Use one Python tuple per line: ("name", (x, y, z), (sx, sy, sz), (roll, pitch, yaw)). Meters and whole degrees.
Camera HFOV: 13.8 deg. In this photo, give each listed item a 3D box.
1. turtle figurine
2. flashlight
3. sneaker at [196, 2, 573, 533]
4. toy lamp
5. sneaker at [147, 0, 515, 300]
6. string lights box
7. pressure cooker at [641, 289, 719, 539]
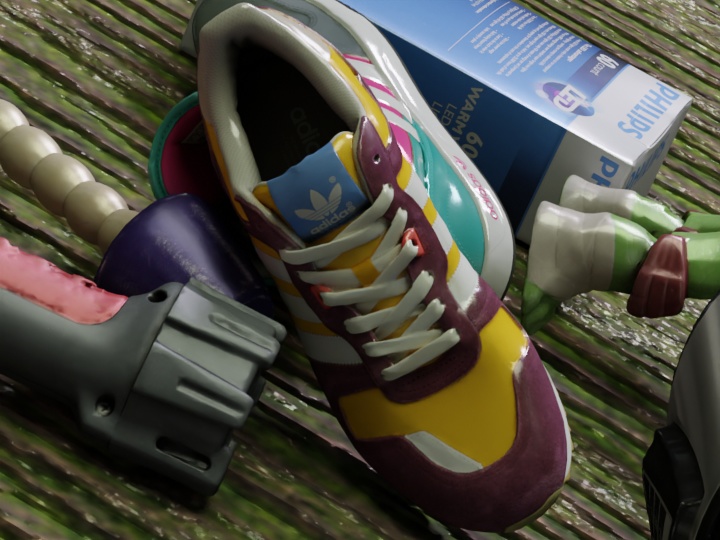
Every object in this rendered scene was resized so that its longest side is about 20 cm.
("turtle figurine", (0.163, 0.033, 1.157), (0.193, 0.201, 0.144), (9, 46, 13))
("flashlight", (-0.123, -0.003, 0.978), (0.199, 0.068, 0.068), (24, 23, 0))
("sneaker", (0.000, 0.000, 1.005), (0.200, 0.075, 0.090), (57, 4, 20))
("toy lamp", (-0.110, -0.033, 1.059), (0.200, 0.058, 0.058), (37, 28, 26))
("sneaker", (-0.038, -0.054, 1.140), (0.120, 0.084, 0.200), (12, 28, -46))
("string lights box", (0.034, -0.085, 1.280), (0.199, 0.059, 0.103), (30, 26, 10))
("pressure cooker", (0.187, 0.085, 0.958), (0.175, 0.179, 0.200), (24, 25, -10))
